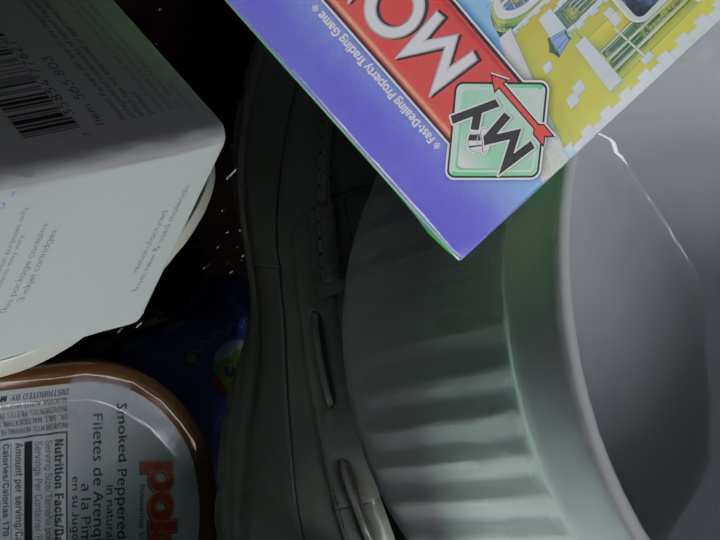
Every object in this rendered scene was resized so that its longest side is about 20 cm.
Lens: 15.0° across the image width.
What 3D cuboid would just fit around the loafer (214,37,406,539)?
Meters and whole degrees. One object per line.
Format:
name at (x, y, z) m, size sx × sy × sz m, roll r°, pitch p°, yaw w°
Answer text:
loafer at (0.000, 0.000, 0.840) m, size 0.070 × 0.069 × 0.201 m, roll -13°, pitch 107°, yaw -60°

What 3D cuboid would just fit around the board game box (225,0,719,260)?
board game box at (0.009, -0.118, 0.651) m, size 0.135 × 0.029 × 0.200 m, roll -43°, pitch 115°, yaw 0°

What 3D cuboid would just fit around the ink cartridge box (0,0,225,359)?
ink cartridge box at (-0.143, -0.029, 0.610) m, size 0.200 × 0.115 × 0.068 m, roll -15°, pitch 144°, yaw -45°

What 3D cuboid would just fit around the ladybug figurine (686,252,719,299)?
ladybug figurine at (0.125, -0.007, 0.958) m, size 0.072 × 0.200 × 0.136 m, roll -52°, pitch 159°, yaw 26°

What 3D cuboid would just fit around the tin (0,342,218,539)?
tin at (-0.131, 0.081, 0.807) m, size 0.199 × 0.042 × 0.113 m, roll -5°, pitch 104°, yaw -34°

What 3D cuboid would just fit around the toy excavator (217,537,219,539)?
toy excavator at (-0.066, 0.155, 1.081) m, size 0.195 × 0.100 × 0.200 m, roll -54°, pitch 168°, yaw 14°

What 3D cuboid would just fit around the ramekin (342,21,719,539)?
ramekin at (0.086, 0.021, 0.799) m, size 0.105 × 0.201 × 0.200 m, roll -14°, pitch -178°, yaw 45°

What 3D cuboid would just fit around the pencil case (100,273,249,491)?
pencil case at (-0.102, 0.078, 0.899) m, size 0.200 × 0.078 × 0.087 m, roll -30°, pitch 174°, yaw -27°

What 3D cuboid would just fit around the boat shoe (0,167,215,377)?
boat shoe at (-0.118, -0.010, 0.736) m, size 0.199 × 0.072 × 0.068 m, roll -24°, pitch 155°, yaw -32°
